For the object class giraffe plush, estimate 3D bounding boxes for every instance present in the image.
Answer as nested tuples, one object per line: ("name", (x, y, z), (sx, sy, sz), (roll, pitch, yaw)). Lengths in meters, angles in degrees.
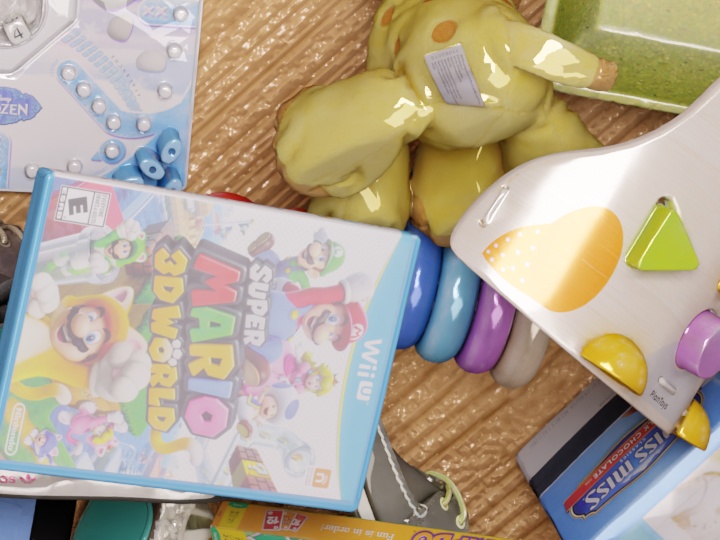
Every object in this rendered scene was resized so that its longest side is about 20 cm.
("giraffe plush", (0.037, -0.123, 1.384), (0.172, 0.162, 0.200), (-4, 152, -6))

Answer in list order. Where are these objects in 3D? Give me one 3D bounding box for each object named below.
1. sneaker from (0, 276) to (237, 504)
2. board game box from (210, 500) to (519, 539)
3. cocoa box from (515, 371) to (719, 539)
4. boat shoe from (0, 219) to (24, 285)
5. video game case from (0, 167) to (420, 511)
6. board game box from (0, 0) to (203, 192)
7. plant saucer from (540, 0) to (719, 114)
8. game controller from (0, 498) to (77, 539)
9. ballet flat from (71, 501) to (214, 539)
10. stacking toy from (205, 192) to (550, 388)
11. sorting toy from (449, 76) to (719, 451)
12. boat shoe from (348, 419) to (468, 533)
("sneaker", (-0.113, 0.045, 1.393), (0.200, 0.084, 0.121), (0, 113, -15))
("board game box", (0.024, 0.173, 1.483), (0.200, 0.030, 0.096), (4, 131, 15))
("cocoa box", (0.207, 0.143, 1.526), (0.133, 0.131, 0.200), (-43, 113, 8))
("boat shoe", (-0.193, 0.006, 1.436), (0.073, 0.074, 0.200), (-49, 124, -3))
("video game case", (-0.075, 0.036, 1.354), (0.200, 0.018, 0.143), (9, 97, -28))
("board game box", (-0.177, -0.131, 1.403), (0.200, 0.026, 0.200), (2, 111, -11))
("plant saucer", (0.202, -0.175, 1.425), (0.200, 0.048, 0.200), (11, 110, 1))
("game controller", (-0.205, 0.158, 1.438), (0.104, 0.200, 0.042), (20, 144, -19))
("ballet flat", (-0.096, 0.110, 1.493), (0.072, 0.072, 0.200), (18, 108, -17))
("stacking toy", (0.000, 0.000, 1.468), (0.200, 0.085, 0.085), (13, 109, -8))
("sorting toy", (0.169, -0.021, 1.380), (0.180, 0.107, 0.200), (-50, 148, 2))
("boat shoe", (0.032, 0.143, 1.529), (0.060, 0.072, 0.202), (-23, 120, -1))
